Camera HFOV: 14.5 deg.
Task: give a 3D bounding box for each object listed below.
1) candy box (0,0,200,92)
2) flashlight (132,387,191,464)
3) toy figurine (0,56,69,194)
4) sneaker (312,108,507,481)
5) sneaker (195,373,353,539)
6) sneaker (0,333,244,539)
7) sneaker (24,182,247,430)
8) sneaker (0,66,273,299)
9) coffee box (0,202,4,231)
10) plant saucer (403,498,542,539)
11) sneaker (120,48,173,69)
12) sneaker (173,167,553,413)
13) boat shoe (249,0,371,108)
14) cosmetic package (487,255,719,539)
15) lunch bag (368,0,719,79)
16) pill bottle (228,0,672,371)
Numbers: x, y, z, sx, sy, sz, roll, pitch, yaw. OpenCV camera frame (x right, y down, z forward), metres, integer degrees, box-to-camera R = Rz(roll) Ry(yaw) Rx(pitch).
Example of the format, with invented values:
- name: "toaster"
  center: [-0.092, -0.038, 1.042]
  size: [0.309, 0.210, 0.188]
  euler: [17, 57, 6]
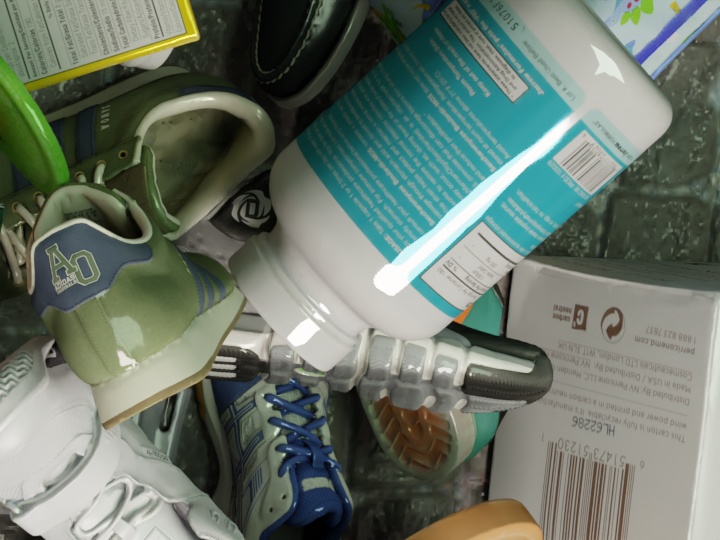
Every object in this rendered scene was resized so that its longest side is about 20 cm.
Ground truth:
- name: "candy box"
  center: [-0.148, -0.184, 1.264]
  size: [0.102, 0.026, 0.201]
  euler: [-16, 94, 2]
- name: "flashlight"
  center: [-0.143, 0.145, 1.362]
  size: [0.068, 0.068, 0.201]
  euler: [16, 83, -34]
- name: "toy figurine"
  center: [-0.252, -0.065, 1.187]
  size: [0.184, 0.150, 0.200]
  euler: [-36, 88, -16]
- name: "sneaker"
  center: [0.026, 0.003, 1.467]
  size: [0.080, 0.071, 0.201]
  euler: [-32, 111, -51]
- name: "sneaker"
  center: [-0.033, 0.092, 1.417]
  size: [0.075, 0.088, 0.201]
  euler: [-4, 98, -35]
- name: "sneaker"
  center: [-0.112, 0.097, 1.232]
  size: [0.075, 0.115, 0.200]
  euler: [-45, 167, -2]
- name: "sneaker"
  center: [-0.100, -0.001, 1.208]
  size: [0.067, 0.200, 0.090]
  euler: [-29, 99, 6]
- name: "sneaker"
  center: [-0.126, -0.036, 1.312]
  size: [0.200, 0.090, 0.067]
  euler: [-32, 117, -29]
- name: "coffee box"
  center: [-0.232, 0.058, 1.250]
  size: [0.122, 0.044, 0.201]
  euler: [11, 92, -1]
- name: "plant saucer"
  center: [0.012, 0.190, 1.422]
  size: [0.200, 0.032, 0.200]
  euler: [-33, 159, -15]
- name: "sneaker"
  center: [-0.134, -0.189, 1.301]
  size: [0.099, 0.075, 0.201]
  euler: [-7, 96, -23]
- name: "sneaker"
  center: [0.000, 0.000, 1.374]
  size: [0.199, 0.075, 0.116]
  euler: [9, 71, -7]
- name: "boat shoe"
  center: [-0.024, -0.180, 1.392]
  size: [0.060, 0.075, 0.201]
  euler: [25, 71, -37]
- name: "cosmetic package"
  center: [0.199, 0.084, 1.542]
  size: [0.199, 0.167, 0.167]
  euler: [2, 96, -38]
- name: "lunch bag"
  center: [0.111, -0.154, 1.389]
  size: [0.200, 0.082, 0.161]
  euler: [-44, 141, -5]
- name: "pill bottle"
  center: [0.035, -0.045, 1.285]
  size: [0.200, 0.111, 0.111]
  euler: [-41, 124, 8]
